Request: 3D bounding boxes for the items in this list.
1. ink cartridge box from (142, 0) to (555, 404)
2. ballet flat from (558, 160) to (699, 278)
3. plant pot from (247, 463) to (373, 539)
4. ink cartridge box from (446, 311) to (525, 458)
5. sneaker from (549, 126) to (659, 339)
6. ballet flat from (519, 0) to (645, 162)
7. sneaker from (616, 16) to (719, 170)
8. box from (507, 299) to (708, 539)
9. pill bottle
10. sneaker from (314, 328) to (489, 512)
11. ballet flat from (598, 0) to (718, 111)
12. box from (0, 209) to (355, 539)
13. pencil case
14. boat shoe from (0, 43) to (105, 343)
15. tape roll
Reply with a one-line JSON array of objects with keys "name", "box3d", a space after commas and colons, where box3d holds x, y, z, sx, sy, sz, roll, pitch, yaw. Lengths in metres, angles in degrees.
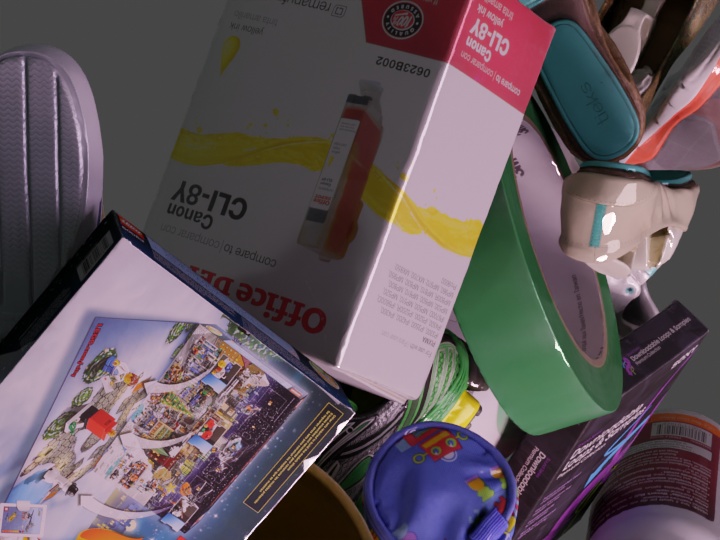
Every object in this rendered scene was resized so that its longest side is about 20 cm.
[{"name": "ink cartridge box", "box3d": [-0.012, -0.053, 1.018, 0.083, 0.144, 0.201, 25, 84, -55]}, {"name": "ballet flat", "box3d": [0.155, -0.029, 1.205, 0.200, 0.069, 0.070, -3, 108, -69]}, {"name": "plant pot", "box3d": [-0.065, 0.202, 1.024, 0.201, 0.199, 0.142, -59, 151, -19]}, {"name": "ink cartridge box", "box3d": [0.057, 0.104, 1.257, 0.161, 0.050, 0.201, 26, 81, -65]}, {"name": "sneaker", "box3d": [0.147, -0.022, 1.314, 0.075, 0.088, 0.200, -57, 143, -19]}, {"name": "ballet flat", "box3d": [0.105, -0.155, 1.196, 0.201, 0.068, 0.072, 59, 7, -13]}, {"name": "sneaker", "box3d": [0.225, -0.087, 1.336, 0.077, 0.082, 0.200, -57, 179, -21]}, {"name": "box", "box3d": [0.136, 0.120, 1.335, 0.143, 0.036, 0.201, -30, 154, -45]}, {"name": "pill bottle", "box3d": [0.208, 0.189, 1.414, 0.200, 0.109, 0.110, -66, 157, -60]}, {"name": "sneaker", "box3d": [-0.023, 0.102, 1.122, 0.200, 0.078, 0.085, -52, 131, -2]}, {"name": "ballet flat", "box3d": [0.183, -0.165, 1.314, 0.201, 0.070, 0.071, -62, 145, -10]}, {"name": "box", "box3d": [-0.118, 0.093, 0.909, 0.136, 0.038, 0.200, 38, 97, -25]}, {"name": "pencil case", "box3d": [0.038, 0.160, 1.073, 0.078, 0.087, 0.201, -48, 159, -28]}, {"name": "boat shoe", "box3d": [-0.148, -0.006, 0.929, 0.062, 0.071, 0.201, -56, 155, -69]}, {"name": "tape roll", "box3d": [0.091, -0.010, 1.157, 0.200, 0.048, 0.202, -18, 90, -73]}]
